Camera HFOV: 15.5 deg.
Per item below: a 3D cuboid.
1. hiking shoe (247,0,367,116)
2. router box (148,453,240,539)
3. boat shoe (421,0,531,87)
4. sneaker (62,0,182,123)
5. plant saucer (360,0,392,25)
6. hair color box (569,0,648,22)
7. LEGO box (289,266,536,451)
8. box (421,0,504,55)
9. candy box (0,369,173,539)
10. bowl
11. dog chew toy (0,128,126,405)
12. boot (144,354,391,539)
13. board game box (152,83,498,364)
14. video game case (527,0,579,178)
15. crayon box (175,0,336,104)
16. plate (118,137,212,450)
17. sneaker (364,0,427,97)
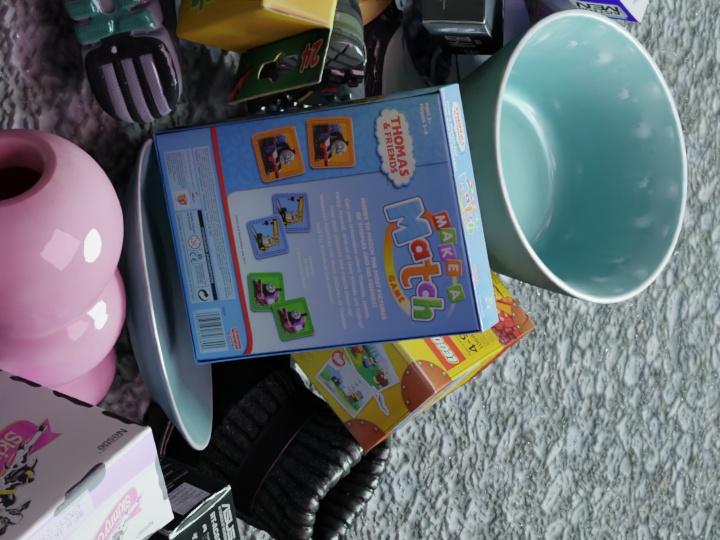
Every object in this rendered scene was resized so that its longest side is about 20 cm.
[{"bbox_3d":[-0.029,-0.153,1.665,0.200,0.075,0.101,135,-42,-75],"label":"hiking shoe"},{"bbox_3d":[-0.142,0.207,1.701,0.062,0.150,0.201,-38,134,-38],"label":"router box"},{"bbox_3d":[0.078,-0.118,1.926,0.074,0.086,0.203,7,76,-46],"label":"boat shoe"},{"bbox_3d":[-0.155,-0.193,1.603,0.088,0.074,0.201,-80,160,-66],"label":"sneaker"},{"bbox_3d":[-0.022,-0.249,1.725,0.200,0.037,0.201,-9,104,-40],"label":"plant saucer"},{"bbox_3d":[0.162,-0.279,1.970,0.200,0.065,0.110,38,68,-51],"label":"hair color box"},{"bbox_3d":[0.000,0.000,1.746,0.077,0.200,0.149,-43,172,33],"label":"LEGO box"},{"bbox_3d":[0.073,-0.254,1.788,0.160,0.043,0.201,23,68,-82],"label":"box"},{"bbox_3d":[-0.236,0.132,1.495,0.168,0.200,0.072,-41,135,-37],"label":"candy box"},{"bbox_3d":[0.124,-0.072,1.824,0.200,0.105,0.202,9,77,-44],"label":"bowl"},{"bbox_3d":[-0.195,0.013,1.576,0.125,0.124,0.200,-46,145,-32],"label":"dog chew toy"},{"bbox_3d":[-0.045,0.076,1.768,0.079,0.157,0.212,27,82,-55],"label":"boot"},{"bbox_3d":[-0.023,-0.027,1.644,0.037,0.199,0.152,-24,106,-64],"label":"board game box"},{"bbox_3d":[0.130,-0.105,1.970,0.143,0.018,0.201,-115,-147,-75],"label":"video game case"},{"bbox_3d":[-0.052,-0.205,1.558,0.051,0.127,0.201,14,80,-27],"label":"crayon box"},{"bbox_3d":[-0.126,0.016,1.671,0.200,0.025,0.201,-9,90,-85],"label":"plate"},{"bbox_3d":[0.006,-0.134,1.836,0.072,0.072,0.200,-45,123,-27],"label":"sneaker"}]
